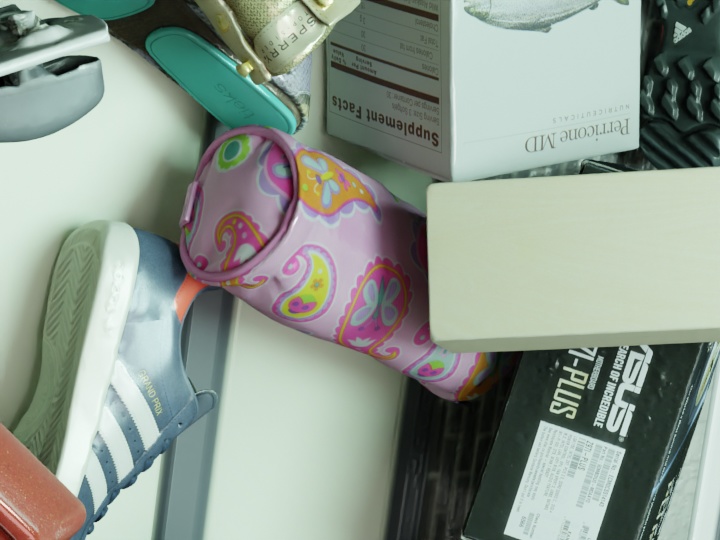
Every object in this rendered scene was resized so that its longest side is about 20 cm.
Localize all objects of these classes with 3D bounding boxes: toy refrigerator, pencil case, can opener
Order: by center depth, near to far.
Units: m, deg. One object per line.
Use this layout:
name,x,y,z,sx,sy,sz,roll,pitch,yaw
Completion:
can opener,-0.194,-0.068,1.210,0.200,0.053,0.067,-23,117,-33
toy refrigerator,0.135,-0.005,1.303,0.070,0.200,0.076,31,56,-76
pencil case,0.000,0.000,1.363,0.200,0.087,0.088,27,88,-46

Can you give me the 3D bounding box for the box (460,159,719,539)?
box,0.133,0.051,1.426,0.164,0.086,0.200,-2,110,-79

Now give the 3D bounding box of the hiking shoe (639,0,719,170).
hiking shoe,0.199,-0.146,1.485,0.087,0.074,0.200,-1,107,-55

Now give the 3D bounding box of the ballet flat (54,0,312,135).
ballet flat,-0.095,-0.135,1.296,0.200,0.072,0.072,37,83,-35

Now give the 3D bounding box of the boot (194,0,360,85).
boot,-0.073,-0.152,1.204,0.073,0.200,0.156,-34,92,17

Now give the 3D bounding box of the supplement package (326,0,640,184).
supplement package,0.058,-0.157,1.349,0.117,0.117,0.200,-12,111,-31

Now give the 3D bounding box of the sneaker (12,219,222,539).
sneaker,-0.117,0.080,1.329,0.084,0.075,0.200,15,95,-31

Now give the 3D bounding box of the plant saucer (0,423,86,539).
plant saucer,-0.250,0.119,1.224,0.200,0.037,0.200,-43,115,-2
